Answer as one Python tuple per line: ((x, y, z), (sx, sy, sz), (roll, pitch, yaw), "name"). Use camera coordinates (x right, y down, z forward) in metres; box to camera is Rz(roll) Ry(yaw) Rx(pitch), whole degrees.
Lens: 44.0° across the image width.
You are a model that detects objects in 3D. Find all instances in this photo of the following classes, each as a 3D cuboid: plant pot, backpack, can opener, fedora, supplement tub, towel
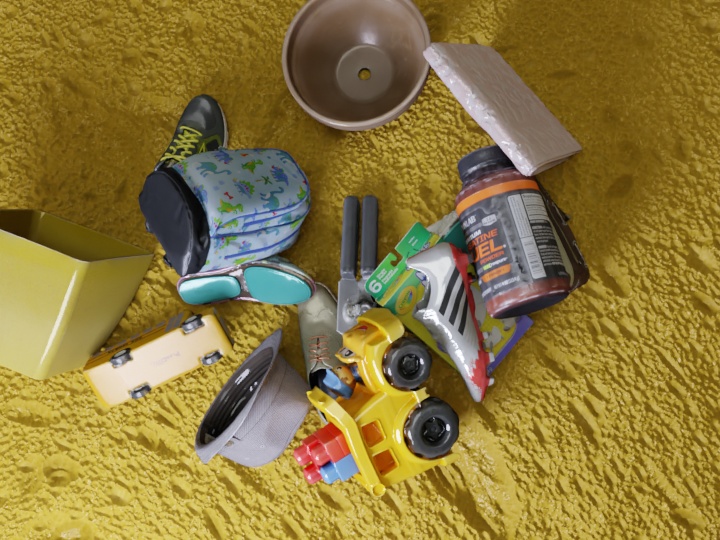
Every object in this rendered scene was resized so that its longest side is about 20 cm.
((0.001, -0.280, 1.211), (0.199, 0.093, 0.202), (-1, 82, 9), "plant pot")
((-0.160, -0.083, 1.161), (0.154, 0.199, 0.163), (-57, 50, 29), "backpack")
((0.000, 0.000, 1.201), (0.053, 0.067, 0.201), (-1, 69, 9), "can opener")
((-0.427, 0.032, 1.194), (0.199, 0.200, 0.177), (20, 98, 10), "plant pot")
((-0.126, 0.180, 1.144), (0.090, 0.177, 0.200), (36, 115, -15), "fedora")
((0.179, -0.049, 1.090), (0.106, 0.107, 0.201), (-17, 75, 6), "supplement tub")
((0.184, -0.209, 1.133), (0.200, 0.191, 0.032), (51, 121, 11), "towel")

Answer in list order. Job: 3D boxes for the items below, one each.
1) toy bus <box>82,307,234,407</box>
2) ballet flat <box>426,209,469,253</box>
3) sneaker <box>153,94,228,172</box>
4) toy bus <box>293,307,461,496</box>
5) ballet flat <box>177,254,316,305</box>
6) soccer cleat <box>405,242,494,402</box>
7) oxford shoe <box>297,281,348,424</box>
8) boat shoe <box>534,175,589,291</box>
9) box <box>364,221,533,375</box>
((-0.270, 0.113, 1.202), (0.199, 0.078, 0.065), (-26, 107, 4), "toy bus")
((0.096, -0.022, 1.180), (0.072, 0.072, 0.200), (38, 87, 11), "ballet flat")
((-0.239, -0.151, 1.234), (0.074, 0.085, 0.201), (13, 85, 9), "sneaker")
((0.001, 0.171, 1.087), (0.191, 0.136, 0.201), (-26, 103, -13), "toy bus")
((-0.150, 0.008, 1.205), (0.199, 0.071, 0.069), (-4, 121, 17), "ballet flat")
((0.108, 0.066, 1.084), (0.085, 0.069, 0.201), (-13, 99, -1), "soccer cleat")
((-0.044, 0.109, 1.175), (0.070, 0.074, 0.201), (-17, 80, 8), "oxford shoe")
((0.237, -0.061, 1.168), (0.074, 0.075, 0.203), (-7, 68, -31), "boat shoe")
((0.111, 0.042, 1.134), (0.200, 0.048, 0.117), (40, 90, -13), "box")
